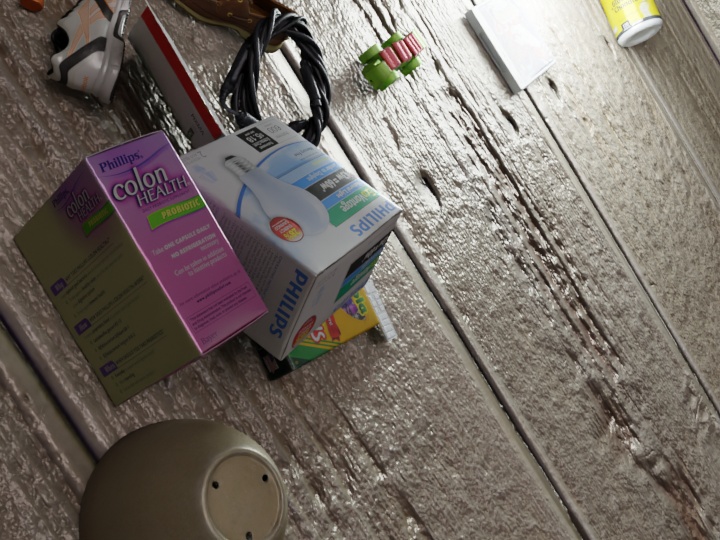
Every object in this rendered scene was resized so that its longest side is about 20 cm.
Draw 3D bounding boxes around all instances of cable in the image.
[{"bbox_3d":[-0.097,-0.248,1.119,0.163,0.050,0.202,37,62,-33],"label":"cable"}]

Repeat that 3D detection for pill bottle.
[{"bbox_3d":[0.641,-0.654,2.033,0.111,0.111,0.203,-9,75,-46],"label":"pill bottle"}]

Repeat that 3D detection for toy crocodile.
[{"bbox_3d":[0.057,-0.341,1.343,0.068,0.061,0.200,54,42,-8],"label":"toy crocodile"}]

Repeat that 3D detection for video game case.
[{"bbox_3d":[0.302,-0.459,1.670,0.183,0.023,0.200,56,42,-7],"label":"video game case"}]

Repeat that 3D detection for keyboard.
[{"bbox_3d":[0.000,0.000,1.129,0.202,0.011,0.056,65,9,4],"label":"keyboard"}]

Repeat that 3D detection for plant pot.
[{"bbox_3d":[-0.144,0.229,0.799,0.199,0.134,0.203,22,55,-35],"label":"plant pot"}]

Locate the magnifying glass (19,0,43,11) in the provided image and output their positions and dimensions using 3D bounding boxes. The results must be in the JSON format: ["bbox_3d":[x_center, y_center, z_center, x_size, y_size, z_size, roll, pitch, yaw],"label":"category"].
[{"bbox_3d":[-0.372,-0.387,0.982,0.079,0.022,0.203,18,59,-37],"label":"magnifying glass"}]

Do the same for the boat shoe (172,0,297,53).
[{"bbox_3d":[-0.172,-0.365,1.129,0.198,0.067,0.073,20,56,-36],"label":"boat shoe"}]

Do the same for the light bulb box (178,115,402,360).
[{"bbox_3d":[-0.093,-0.044,0.930,0.199,0.126,0.198,36,37,11],"label":"light bulb box"}]

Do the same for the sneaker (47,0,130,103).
[{"bbox_3d":[-0.305,-0.285,0.958,0.079,0.074,0.203,12,53,-21],"label":"sneaker"}]

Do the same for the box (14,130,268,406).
[{"bbox_3d":[-0.215,0.003,0.817,0.096,0.175,0.202,-34,93,-47],"label":"box"}]

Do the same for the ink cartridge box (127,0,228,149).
[{"bbox_3d":[-0.206,-0.207,0.940,0.162,0.050,0.200,59,-1,-3],"label":"ink cartridge box"}]

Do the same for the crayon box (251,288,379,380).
[{"bbox_3d":[-0.057,0.038,1.044,0.199,0.051,0.128,-25,87,-48],"label":"crayon box"}]
